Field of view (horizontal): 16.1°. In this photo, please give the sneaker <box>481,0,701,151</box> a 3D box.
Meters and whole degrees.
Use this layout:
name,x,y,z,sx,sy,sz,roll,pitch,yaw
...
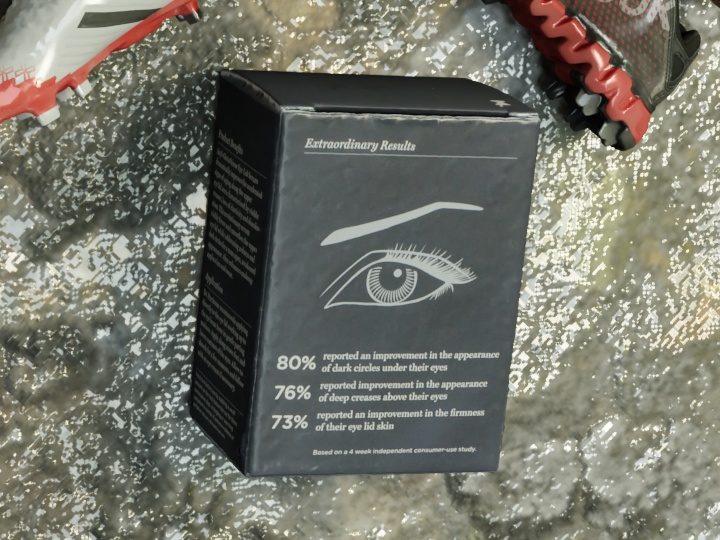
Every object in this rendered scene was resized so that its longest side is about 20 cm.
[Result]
name,x,y,z,sx,sy,sz,roll,pitch,yaw
sneaker,0.115,-0.162,1.354,0.098,0.071,0.200,-41,118,-6

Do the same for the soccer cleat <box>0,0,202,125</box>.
name,x,y,z,sx,sy,sz,roll,pitch,yaw
soccer cleat,-0.145,-0.134,1.265,0.200,0.069,0.085,-34,106,-13

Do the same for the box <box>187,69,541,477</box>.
name,x,y,z,sx,sy,sz,roll,pitch,yaw
box,0.000,0.000,1.337,0.148,0.104,0.200,2,104,-22

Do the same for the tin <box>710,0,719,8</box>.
name,x,y,z,sx,sy,sz,roll,pitch,yaw
tin,0.226,-0.236,1.354,0.042,0.112,0.200,0,106,-29
